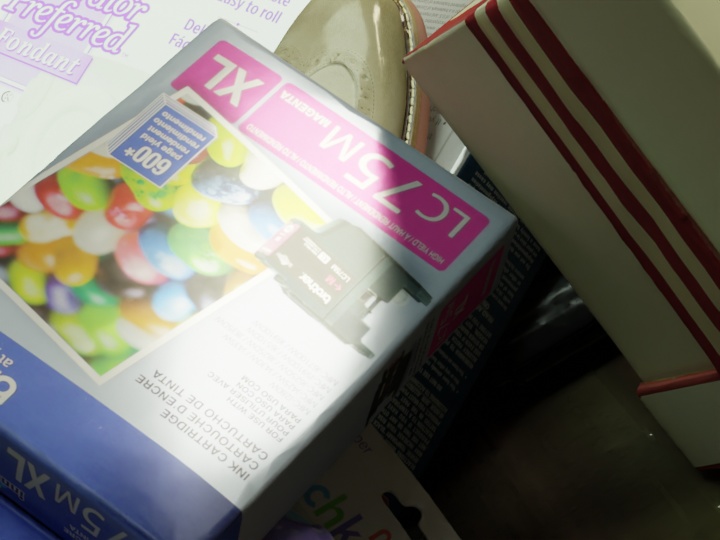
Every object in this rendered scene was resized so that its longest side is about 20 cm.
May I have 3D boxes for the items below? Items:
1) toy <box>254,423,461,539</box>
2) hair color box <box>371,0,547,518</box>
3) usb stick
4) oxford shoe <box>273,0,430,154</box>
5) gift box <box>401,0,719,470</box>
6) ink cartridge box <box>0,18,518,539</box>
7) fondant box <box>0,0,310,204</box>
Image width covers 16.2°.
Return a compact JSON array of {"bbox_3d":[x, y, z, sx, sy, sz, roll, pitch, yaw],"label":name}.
[{"bbox_3d":[-0.058,0.104,0.720,0.200,0.047,0.115,-28,64,-21],"label":"toy"},{"bbox_3d":[0.000,0.000,0.878,0.100,0.061,0.200,14,67,47],"label":"hair color box"},{"bbox_3d":[0.126,-0.021,0.896,0.200,0.033,0.055,-31,17,0],"label":"usb stick"},{"bbox_3d":[-0.036,-0.022,0.821,0.071,0.074,0.200,-1,57,40],"label":"oxford shoe"},{"bbox_3d":[0.148,-0.051,0.749,0.184,0.187,0.200,-39,4,-15],"label":"gift box"},{"bbox_3d":[-0.057,0.019,0.732,0.200,0.119,0.042,-46,-17,-33],"label":"ink cartridge box"},{"bbox_3d":[-0.097,-0.035,0.958,0.144,0.058,0.200,23,72,25],"label":"fondant box"}]
